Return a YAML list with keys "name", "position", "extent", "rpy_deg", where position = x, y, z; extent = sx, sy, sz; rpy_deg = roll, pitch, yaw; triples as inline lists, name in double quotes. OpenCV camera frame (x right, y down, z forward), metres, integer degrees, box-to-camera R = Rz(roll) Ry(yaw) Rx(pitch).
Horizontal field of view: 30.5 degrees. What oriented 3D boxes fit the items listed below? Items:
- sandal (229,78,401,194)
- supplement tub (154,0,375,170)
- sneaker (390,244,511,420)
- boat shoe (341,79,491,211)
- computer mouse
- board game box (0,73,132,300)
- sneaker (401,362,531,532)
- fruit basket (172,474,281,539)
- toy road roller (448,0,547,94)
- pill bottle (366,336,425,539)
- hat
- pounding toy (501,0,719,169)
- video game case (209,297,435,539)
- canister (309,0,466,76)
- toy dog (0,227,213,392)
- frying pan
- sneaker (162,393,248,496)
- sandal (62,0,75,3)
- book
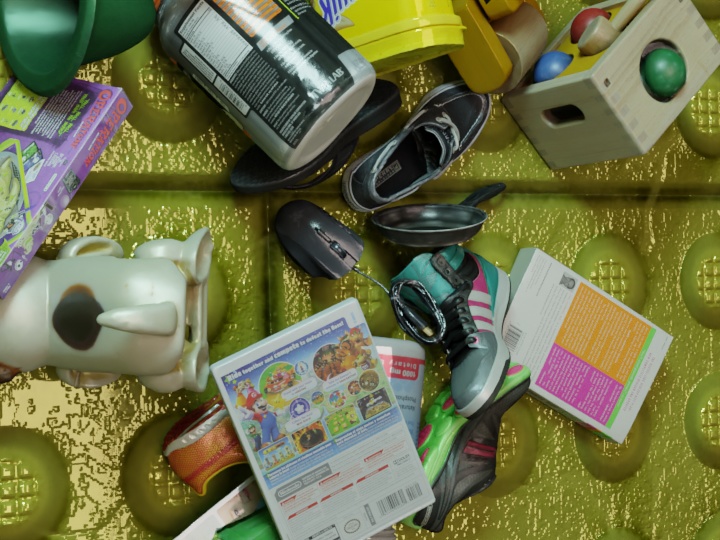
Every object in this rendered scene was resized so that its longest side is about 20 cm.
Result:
- name: "sandal"
  position: [-0.035, -0.116, 1.259]
  extent: [0.200, 0.075, 0.048]
  rpy_deg: [-35, 131, -26]
- name: "supplement tub"
  position: [-0.093, -0.197, 1.170]
  extent: [0.200, 0.123, 0.122]
  rpy_deg: [45, 67, 6]
- name: "sneaker"
  position: [0.084, 0.042, 1.280]
  extent: [0.120, 0.084, 0.201]
  rpy_deg: [33, 36, -19]
- name: "boat shoe"
  position: [0.069, -0.128, 1.313]
  extent: [0.199, 0.068, 0.072]
  rpy_deg: [-37, 106, -26]
- name: "computer mouse"
  position: [0.000, 0.000, 1.240]
  extent: [0.199, 0.034, 0.059]
  rpy_deg: [36, 75, 10]
- name: "board game box"
  position: [-0.285, -0.077, 1.079]
  extent: [0.201, 0.119, 0.032]
  rpy_deg: [-61, 145, -24]
- name: "sneaker"
  position: [0.105, 0.175, 1.327]
  extent: [0.084, 0.077, 0.201]
  rpy_deg: [43, 82, -27]
- name: "fruit basket"
  position: [-0.119, 0.315, 1.183]
  extent: [0.199, 0.093, 0.186]
  rpy_deg: [-38, 106, -25]
- name: "toy road roller"
  position: [0.143, -0.289, 1.300]
  extent: [0.201, 0.145, 0.123]
  rpy_deg: [58, 42, -19]
- name: "pill bottle"
  position: [0.001, 0.164, 1.244]
  extent: [0.108, 0.108, 0.203]
  rpy_deg: [8, 84, -28]
- name: "hat"
  position: [-0.191, -0.227, 1.123]
  extent: [0.175, 0.200, 0.167]
  rpy_deg: [-5, 125, -41]
- name: "pounding toy"
  position: [0.268, -0.226, 1.352]
  extent: [0.184, 0.199, 0.143]
  rpy_deg: [-48, 109, -21]
- name: "video game case"
  position: [-0.031, 0.145, 1.154]
  extent: [0.142, 0.018, 0.202]
  rpy_deg: [-25, 103, -14]
- name: "canister"
  position: [0.010, -0.293, 1.240]
  extent: [0.086, 0.147, 0.203]
  rpy_deg: [-11, 90, -51]
- name: "toy dog"
  position: [-0.232, 0.044, 1.087]
  extent: [0.197, 0.194, 0.142]
  rpy_deg: [1, 103, 4]
- name: "frying pan"
  position: [0.077, -0.056, 1.323]
  extent: [0.113, 0.190, 0.031]
  rpy_deg: [2, 106, 15]
- name: "sneaker"
  position: [-0.084, 0.129, 1.199]
  extent: [0.199, 0.073, 0.078]
  rpy_deg: [-33, 105, 7]
- name: "sandal"
  position: [-0.195, -0.305, 1.181]
  extent: [0.199, 0.054, 0.081]
  rpy_deg: [-35, 105, -25]
- name: "book"
  position: [0.228, 0.083, 1.411]
  extent: [0.199, 0.048, 0.135]
  rpy_deg: [32, 76, -23]
